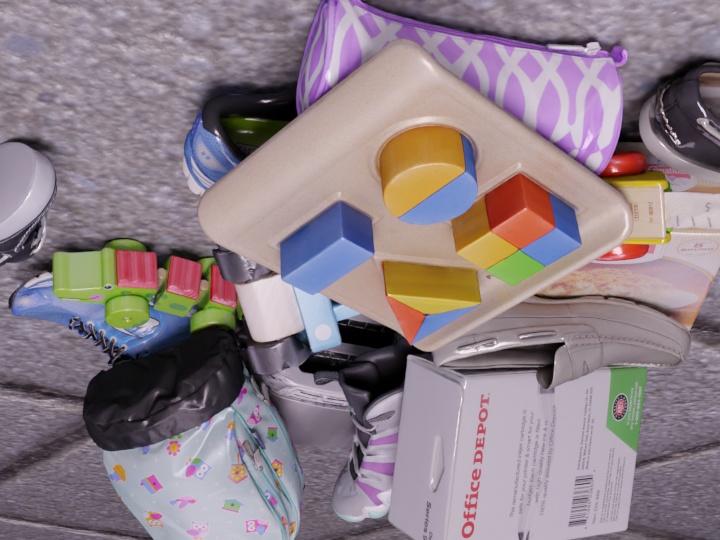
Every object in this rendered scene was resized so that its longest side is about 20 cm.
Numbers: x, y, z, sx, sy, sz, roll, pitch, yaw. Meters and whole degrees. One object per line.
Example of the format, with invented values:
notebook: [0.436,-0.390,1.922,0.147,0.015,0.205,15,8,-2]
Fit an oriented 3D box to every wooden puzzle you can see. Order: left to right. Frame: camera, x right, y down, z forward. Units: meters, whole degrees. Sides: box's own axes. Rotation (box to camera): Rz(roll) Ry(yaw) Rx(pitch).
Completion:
wooden puzzle: [0.033,-0.022,0.664,0.199,0.047,0.185,31,132,-33]

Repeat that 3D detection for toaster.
toaster: [-0.032,0.099,1.086,0.198,0.115,0.129,12,152,-18]

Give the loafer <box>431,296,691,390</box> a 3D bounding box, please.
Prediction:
loafer: [0.148,0.057,0.851,0.198,0.070,0.070,6,155,-1]

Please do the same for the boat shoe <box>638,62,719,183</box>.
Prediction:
boat shoe: [0.277,-0.083,0.719,0.198,0.075,0.060,16,158,-12]

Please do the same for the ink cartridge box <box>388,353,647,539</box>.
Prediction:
ink cartridge box: [0.130,0.142,0.934,0.198,0.148,0.084,2,-171,-33]

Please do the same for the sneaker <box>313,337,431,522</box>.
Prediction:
sneaker: [0.006,0.127,0.985,0.139,0.078,0.200,28,112,-33]

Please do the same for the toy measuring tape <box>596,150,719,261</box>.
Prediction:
toy measuring tape: [0.191,-0.040,0.700,0.199,0.074,0.073,3,162,40]

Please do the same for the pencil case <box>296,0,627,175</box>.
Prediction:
pencil case: [0.060,-0.107,0.667,0.198,0.084,0.086,7,118,-17]

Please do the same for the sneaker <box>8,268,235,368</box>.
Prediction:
sneaker: [-0.210,0.051,1.006,0.198,0.090,0.078,12,164,-18]

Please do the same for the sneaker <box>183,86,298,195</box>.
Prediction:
sneaker: [-0.013,-0.071,0.732,0.198,0.079,0.089,6,158,-8]

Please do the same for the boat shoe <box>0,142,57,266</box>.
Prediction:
boat shoe: [-0.266,-0.037,0.850,0.067,0.072,0.199,23,151,-36]

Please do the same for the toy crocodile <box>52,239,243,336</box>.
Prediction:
toy crocodile: [-0.159,0.012,0.958,0.198,0.068,0.062,10,148,-23]

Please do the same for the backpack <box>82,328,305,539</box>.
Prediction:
backpack: [-0.131,0.165,0.966,0.165,0.127,0.201,-17,118,21]

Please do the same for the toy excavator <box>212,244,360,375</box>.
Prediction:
toy excavator: [0.000,0.000,0.837,0.198,0.101,0.195,-18,-162,-3]

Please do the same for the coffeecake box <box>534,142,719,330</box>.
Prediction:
coffeecake box: [0.184,-0.016,0.860,0.152,0.074,0.200,2,156,7]
